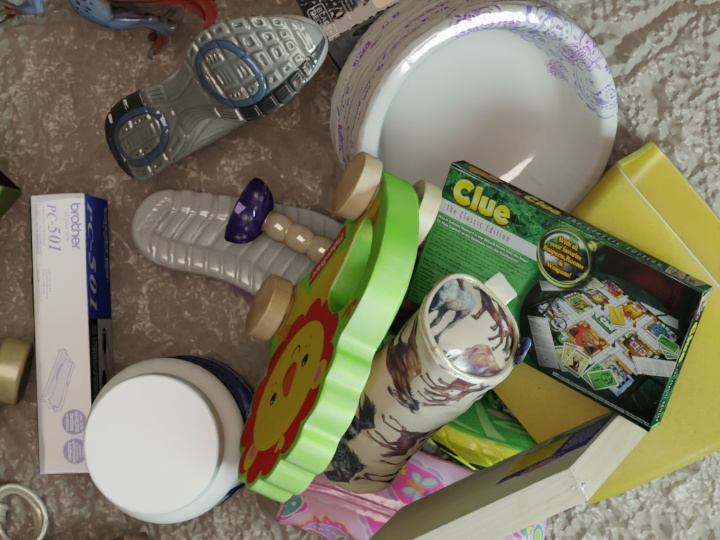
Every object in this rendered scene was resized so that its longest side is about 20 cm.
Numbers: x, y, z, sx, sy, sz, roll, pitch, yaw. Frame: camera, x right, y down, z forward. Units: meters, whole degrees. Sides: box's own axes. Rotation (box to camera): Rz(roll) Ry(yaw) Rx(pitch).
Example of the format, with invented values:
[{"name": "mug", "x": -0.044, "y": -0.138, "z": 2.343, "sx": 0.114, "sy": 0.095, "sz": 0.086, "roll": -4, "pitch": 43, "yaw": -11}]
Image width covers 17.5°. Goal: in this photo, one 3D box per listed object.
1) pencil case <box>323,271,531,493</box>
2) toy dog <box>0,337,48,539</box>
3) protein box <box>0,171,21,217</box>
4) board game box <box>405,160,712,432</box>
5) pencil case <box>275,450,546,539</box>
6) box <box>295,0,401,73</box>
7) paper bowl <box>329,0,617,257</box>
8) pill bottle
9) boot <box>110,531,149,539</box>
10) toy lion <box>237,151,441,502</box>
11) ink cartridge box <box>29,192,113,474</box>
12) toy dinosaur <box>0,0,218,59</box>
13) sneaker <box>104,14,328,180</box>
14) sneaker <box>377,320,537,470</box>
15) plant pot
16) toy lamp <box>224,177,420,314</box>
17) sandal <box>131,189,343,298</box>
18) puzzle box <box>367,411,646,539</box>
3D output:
[{"name": "pencil case", "x": 0.035, "y": 0.079, "z": 1.576, "sx": 0.089, "sy": 0.200, "sz": 0.078, "roll": -29, "pitch": 78, "yaw": -38}, {"name": "toy dog", "x": -0.307, "y": 0.124, "z": 1.721, "sx": 0.131, "sy": 0.096, "sz": 0.202, "roll": -4, "pitch": 88, "yaw": 4}, {"name": "protein box", "x": -0.374, "y": -0.033, "z": 1.676, "sx": 0.135, "sy": 0.200, "sz": 0.199, "roll": 41, "pitch": 92, "yaw": 4}, {"name": "board game box", "x": 0.129, "y": 0.015, "z": 1.553, "sx": 0.199, "sy": 0.023, "sz": 0.105, "roll": 29, "pitch": 114, "yaw": 25}, {"name": "pencil case", "x": 0.040, "y": 0.175, "z": 1.702, "sx": 0.199, "sy": 0.087, "sz": 0.088, "roll": 19, "pitch": 90, "yaw": 5}, {"name": "box", "x": 0.050, "y": -0.225, "z": 1.695, "sx": 0.199, "sy": 0.117, "sz": 0.060, "roll": -28, "pitch": 83, "yaw": 4}, {"name": "paper bowl", "x": 0.075, "y": -0.113, "z": 1.670, "sx": 0.199, "sy": 0.104, "sz": 0.202, "roll": -10, "pitch": 121, "yaw": -18}, {"name": "pill bottle", "x": -0.133, "y": 0.119, "z": 1.657, "sx": 0.115, "sy": 0.200, "sz": 0.117, "roll": 0, "pitch": 88, "yaw": 4}, {"name": "boot", "x": -0.197, "y": 0.276, "z": 1.667, "sx": 0.076, "sy": 0.200, "sz": 0.156, "roll": -20, "pitch": 80, "yaw": 26}, {"name": "toy lion", "x": -0.022, "y": 0.049, "z": 1.556, "sx": 0.068, "sy": 0.192, "sz": 0.200, "roll": 25, "pitch": 125, "yaw": -17}, {"name": "ink cartridge box", "x": -0.211, "y": 0.046, "z": 1.717, "sx": 0.044, "sy": 0.094, "sz": 0.202, "roll": -2, "pitch": 89, "yaw": 4}, {"name": "toy dinosaur", "x": -0.211, "y": -0.238, "z": 1.702, "sx": 0.181, "sy": 0.200, "sz": 0.106, "roll": 25, "pitch": 73, "yaw": -27}, {"name": "sneaker", "x": -0.097, "y": -0.135, "z": 1.683, "sx": 0.199, "sy": 0.087, "sz": 0.075, "roll": -24, "pitch": 92, "yaw": 36}, {"name": "sneaker", "x": 0.066, "y": 0.085, "z": 1.688, "sx": 0.199, "sy": 0.074, "sz": 0.084, "roll": 32, "pitch": 81, "yaw": 24}, {"name": "plant pot", "x": 0.194, "y": 0.049, "z": 1.649, "sx": 0.176, "sy": 0.200, "sz": 0.200, "roll": -42, "pitch": 86, "yaw": 16}, {"name": "toy lamp", "x": 0.000, "y": 0.000, "z": 1.674, "sx": 0.199, "sy": 0.058, "sz": 0.059, "roll": 26, "pitch": 91, "yaw": 7}, {"name": "sandal", "x": -0.070, "y": -0.011, "z": 1.734, "sx": 0.201, "sy": 0.050, "sz": 0.083, "roll": 22, "pitch": 74, "yaw": 8}, {"name": "puzzle box", "x": 0.086, "y": 0.156, "z": 1.555, "sx": 0.199, "sy": 0.133, "sz": 0.026, "roll": -28, "pitch": 93, "yaw": 29}]
